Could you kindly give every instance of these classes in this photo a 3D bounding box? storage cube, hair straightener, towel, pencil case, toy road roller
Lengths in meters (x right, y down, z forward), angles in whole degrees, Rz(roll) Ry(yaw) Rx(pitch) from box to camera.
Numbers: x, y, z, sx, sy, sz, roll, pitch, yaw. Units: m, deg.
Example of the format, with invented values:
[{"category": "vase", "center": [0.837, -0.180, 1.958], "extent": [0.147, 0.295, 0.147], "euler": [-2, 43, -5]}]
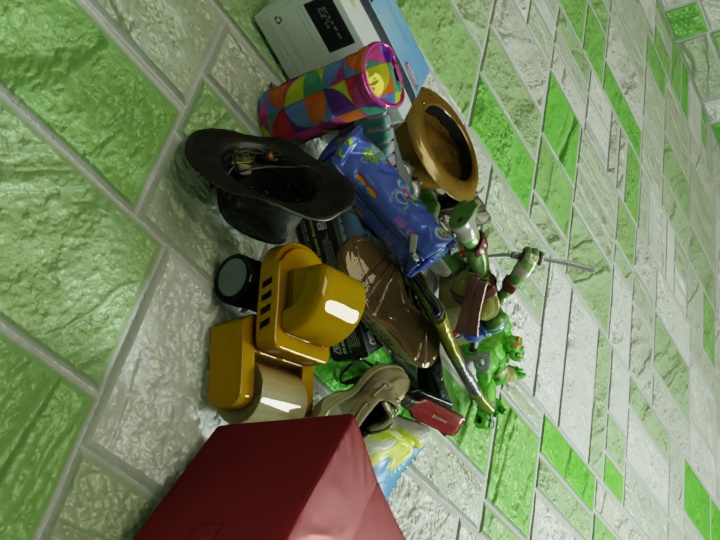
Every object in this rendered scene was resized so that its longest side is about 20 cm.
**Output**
[{"category": "storage cube", "center": [-0.083, 0.264, 0.852], "extent": [0.180, 0.198, 0.173], "euler": [-54, 127, -53]}, {"category": "hair straightener", "center": [0.050, 0.166, 1.197], "extent": [0.198, 0.077, 0.041], "euler": [23, 104, -29]}, {"category": "towel", "center": [0.116, 0.088, 1.179], "extent": [0.201, 0.023, 0.144], "euler": [60, 0, -34]}, {"category": "pencil case", "center": [0.029, -0.081, 1.068], "extent": [0.200, 0.078, 0.087], "euler": [49, 22, -2]}, {"category": "toy road roller", "center": [-0.074, 0.069, 0.963], "extent": [0.122, 0.144, 0.203], "euler": [26, 60, -49]}, {"category": "pencil case", "center": [-0.037, -0.207, 1.065], "extent": [0.088, 0.198, 0.090], "euler": [11, 75, -45]}]

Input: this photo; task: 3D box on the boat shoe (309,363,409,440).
[{"category": "boat shoe", "center": [0.014, 0.166, 1.050], "extent": [0.199, 0.064, 0.073], "euler": [-16, 126, -59]}]

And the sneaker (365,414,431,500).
[{"category": "sneaker", "center": [0.027, 0.248, 1.147], "extent": [0.199, 0.075, 0.107], "euler": [7, 100, -62]}]

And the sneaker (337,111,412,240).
[{"category": "sneaker", "center": [0.025, -0.142, 1.150], "extent": [0.087, 0.073, 0.203], "euler": [-36, 117, -64]}]

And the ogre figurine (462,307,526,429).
[{"category": "ogre figurine", "center": [0.214, 0.149, 1.422], "extent": [0.200, 0.097, 0.121], "euler": [-39, 131, -37]}]

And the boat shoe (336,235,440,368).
[{"category": "boat shoe", "center": [0.023, 0.044, 1.092], "extent": [0.073, 0.062, 0.201], "euler": [-48, 118, -31]}]

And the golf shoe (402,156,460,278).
[{"category": "golf shoe", "center": [0.069, -0.062, 1.286], "extent": [0.094, 0.077, 0.201], "euler": [-43, 104, -41]}]

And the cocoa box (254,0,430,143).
[{"category": "cocoa box", "center": [-0.018, -0.297, 1.166], "extent": [0.201, 0.132, 0.132], "euler": [58, 38, -28]}]

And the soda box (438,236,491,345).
[{"category": "soda box", "center": [0.159, 0.024, 1.349], "extent": [0.201, 0.063, 0.068], "euler": [-79, 147, -56]}]

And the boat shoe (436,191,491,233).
[{"category": "boat shoe", "center": [0.146, -0.096, 1.420], "extent": [0.199, 0.074, 0.074], "euler": [-12, 81, -65]}]

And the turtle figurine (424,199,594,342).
[{"category": "turtle figurine", "center": [0.169, -0.025, 1.191], "extent": [0.195, 0.199, 0.144], "euler": [53, -1, -31]}]

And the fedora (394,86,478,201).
[{"category": "fedora", "center": [0.105, -0.180, 1.353], "extent": [0.200, 0.081, 0.203], "euler": [34, 45, -43]}]

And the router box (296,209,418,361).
[{"category": "router box", "center": [0.000, 0.000, 1.169], "extent": [0.149, 0.061, 0.203], "euler": [-25, 101, -54]}]

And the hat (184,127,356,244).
[{"category": "hat", "center": [-0.109, -0.082, 0.984], "extent": [0.200, 0.199, 0.082], "euler": [-23, 140, -56]}]

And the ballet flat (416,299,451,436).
[{"category": "ballet flat", "center": [0.110, 0.139, 1.282], "extent": [0.056, 0.066, 0.203], "euler": [-11, 87, -20]}]
